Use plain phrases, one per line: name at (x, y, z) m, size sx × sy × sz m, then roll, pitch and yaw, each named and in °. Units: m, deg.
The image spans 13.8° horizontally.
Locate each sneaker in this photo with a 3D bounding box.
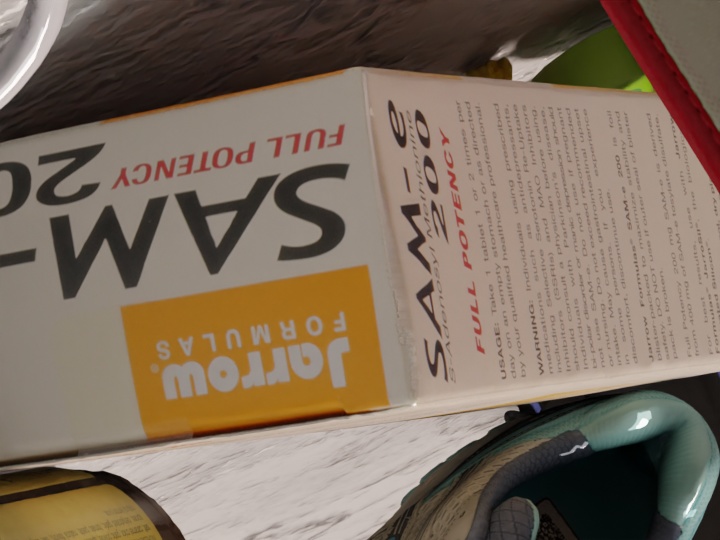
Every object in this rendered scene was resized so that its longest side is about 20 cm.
sneaker at (0.014, 0.091, 0.709) m, size 0.200 × 0.078 × 0.086 m, roll -46°, pitch -177°, yaw -35°

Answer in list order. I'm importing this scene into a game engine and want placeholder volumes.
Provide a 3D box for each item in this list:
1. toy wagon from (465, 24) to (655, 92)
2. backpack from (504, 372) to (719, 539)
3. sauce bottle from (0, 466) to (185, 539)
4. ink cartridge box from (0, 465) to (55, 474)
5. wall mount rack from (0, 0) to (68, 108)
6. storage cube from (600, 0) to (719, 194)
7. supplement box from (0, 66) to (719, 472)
toy wagon at (0.125, -0.075, 0.795) m, size 0.200 × 0.040 × 0.155 m, roll -26°, pitch 167°, yaw 1°
backpack at (0.160, 0.103, 1.265) m, size 0.147 × 0.183 × 0.200 m, roll -26°, pitch 173°, yaw 4°
sauce bottle at (-0.095, 0.077, 0.620) m, size 0.065 × 0.065 × 0.200 m, roll -29°, pitch 171°, yaw 15°
ink cartridge box at (-0.125, 0.127, 0.748) m, size 0.136 × 0.200 × 0.076 m, roll -18°, pitch 165°, yaw -31°
wall mount rack at (-0.103, -0.027, 0.469) m, size 0.200 × 0.075 × 0.174 m, roll -17°, pitch 146°, yaw -40°
storage cube at (0.156, -0.079, 0.496) m, size 0.180 × 0.200 × 0.171 m, roll -28°, pitch 168°, yaw -20°
supplement box at (0.000, 0.000, 0.702) m, size 0.126 × 0.074 × 0.200 m, roll -10°, pitch 176°, yaw 28°
